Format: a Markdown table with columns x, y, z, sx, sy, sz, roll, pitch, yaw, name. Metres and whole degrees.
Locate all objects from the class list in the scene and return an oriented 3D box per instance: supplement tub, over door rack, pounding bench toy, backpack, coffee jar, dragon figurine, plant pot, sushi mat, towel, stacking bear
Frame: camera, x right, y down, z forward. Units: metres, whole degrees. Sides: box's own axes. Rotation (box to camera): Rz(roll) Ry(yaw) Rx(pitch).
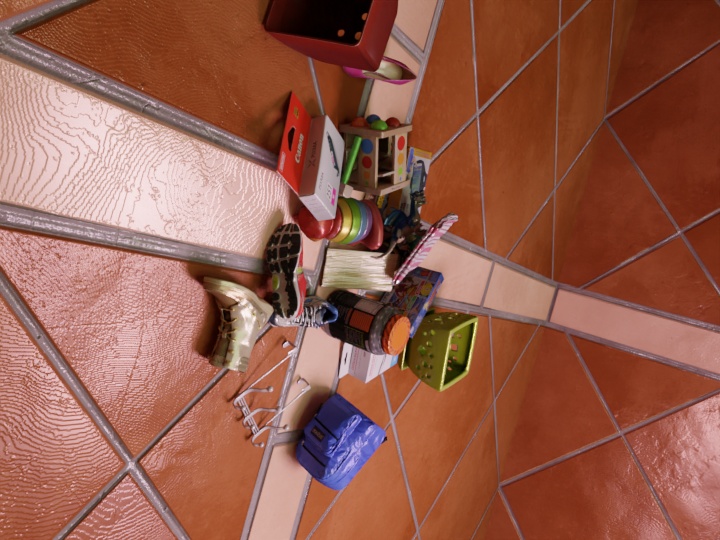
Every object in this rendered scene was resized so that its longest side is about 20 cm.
| x | y | z | sx | sy | sz | roll | pitch | yaw | name |
| --- | --- | --- | --- | --- | --- | --- | --- | --- | --- |
| 0.014 | 0.129 | 1.441 | 0.122 | 0.198 | 0.124 | -30 | 129 | -46 | supplement tub |
| -0.184 | 0.279 | 1.333 | 0.200 | 0.066 | 0.149 | -47 | 140 | -35 | over door rack |
| 0.012 | -0.259 | 1.334 | 0.199 | 0.123 | 0.158 | -28 | 126 | -48 | pounding bench toy |
| -0.069 | 0.429 | 1.499 | 0.201 | 0.162 | 0.168 | -52 | 134 | -9 | backpack |
| 0.094 | -0.042 | 1.585 | 0.199 | 0.085 | 0.105 | -31 | 144 | -46 | coffee jar |
| 0.098 | -0.108 | 1.460 | 0.200 | 0.100 | 0.059 | -41 | 139 | 11 | dragon figurine |
| -0.032 | -0.486 | 1.122 | 0.176 | 0.198 | 0.202 | 26 | 83 | -69 | plant pot |
| 0.000 | 0.000 | 1.450 | 0.197 | 0.012 | 0.097 | 4 | 101 | -27 | sushi mat |
| 0.158 | -0.052 | 1.479 | 0.201 | 0.030 | 0.146 | -55 | 169 | 31 | towel |
| -0.055 | -0.108 | 1.323 | 0.199 | 0.120 | 0.116 | -2 | 100 | -48 | stacking bear |
| 0.229 | 0.226 | 1.829 | 0.198 | 0.180 | 0.203 | -14 | 115 | -54 | plant pot |

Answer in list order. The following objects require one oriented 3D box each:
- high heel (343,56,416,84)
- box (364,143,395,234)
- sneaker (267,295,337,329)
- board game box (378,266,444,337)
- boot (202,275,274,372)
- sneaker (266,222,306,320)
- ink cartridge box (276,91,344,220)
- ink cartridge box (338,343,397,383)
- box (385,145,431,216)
| x | y | z | sx | sy | sz | roll | pitch | yaw | name |
| --- | --- | --- | --- | --- | --- | --- | --- | --- | --- |
| 0.042 | -0.449 | 1.319 | 0.199 | 0.095 | 0.068 | 1 | 104 | -57 | high heel |
| 0.072 | -0.208 | 1.526 | 0.137 | 0.039 | 0.203 | 23 | 85 | -59 | box |
| -0.121 | 0.092 | 1.327 | 0.199 | 0.084 | 0.078 | -5 | 108 | -55 | sneaker |
| 0.128 | 0.077 | 1.653 | 0.201 | 0.134 | 0.035 | -57 | 143 | -22 | board game box |
| -0.255 | 0.107 | 1.143 | 0.157 | 0.072 | 0.200 | -68 | 153 | -14 | boot |
| -0.149 | 0.003 | 1.250 | 0.085 | 0.076 | 0.203 | 15 | 76 | -74 | sneaker |
| -0.094 | -0.231 | 1.198 | 0.174 | 0.043 | 0.203 | 50 | 40 | -54 | ink cartridge box |
| 0.031 | 0.226 | 1.626 | 0.199 | 0.066 | 0.117 | -22 | 127 | -51 | ink cartridge box |
| 0.123 | -0.212 | 1.528 | 0.118 | 0.041 | 0.203 | -4 | 105 | -56 | box |
